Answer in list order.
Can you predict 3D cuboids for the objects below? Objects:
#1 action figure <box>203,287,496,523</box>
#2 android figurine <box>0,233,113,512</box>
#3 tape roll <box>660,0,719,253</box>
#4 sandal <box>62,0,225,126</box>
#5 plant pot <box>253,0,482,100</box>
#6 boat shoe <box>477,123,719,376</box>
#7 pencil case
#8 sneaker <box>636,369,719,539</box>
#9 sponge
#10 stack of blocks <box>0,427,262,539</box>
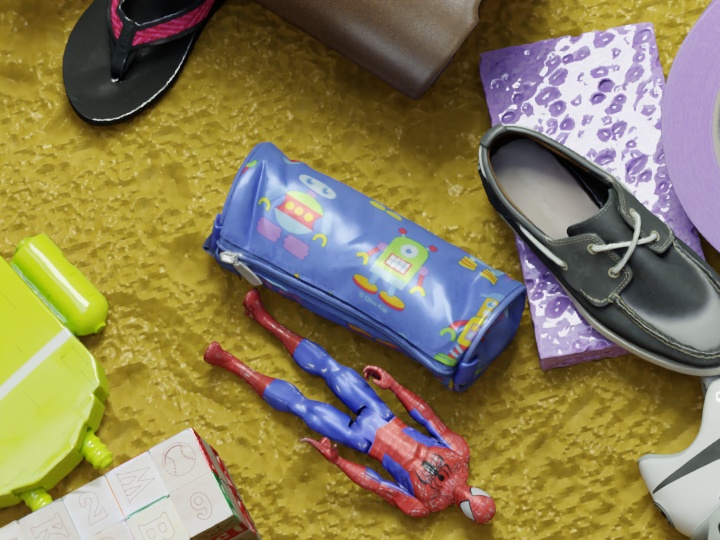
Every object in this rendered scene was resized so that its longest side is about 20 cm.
[{"bbox_3d":[-0.001,0.090,1.596,0.200,0.052,0.066,35,78,10],"label":"action figure"},{"bbox_3d":[-0.236,0.064,1.627,0.182,0.041,0.200,-44,75,-6],"label":"android figurine"},{"bbox_3d":[0.279,-0.090,1.554,0.199,0.066,0.201,4,108,13],"label":"tape roll"},{"bbox_3d":[-0.119,-0.179,1.675,0.075,0.045,0.200,39,82,12],"label":"sandal"},{"bbox_3d":[-0.001,-0.218,1.597,0.198,0.200,0.201,37,82,-3],"label":"plant pot"},{"bbox_3d":[0.146,-0.013,1.563,0.200,0.068,0.072,43,82,16],"label":"boat shoe"},{"bbox_3d":[0.000,0.000,1.600,0.199,0.078,0.087,29,56,12],"label":"pencil case"},{"bbox_3d":[0.247,0.073,1.560,0.200,0.074,0.089,-42,78,-6],"label":"sneaker"},{"bbox_3d":[0.144,-0.047,1.624,0.111,0.030,0.201,-11,75,3],"label":"sponge"},{"bbox_3d":[-0.164,0.173,1.554,0.199,0.115,0.059,-28,75,-1],"label":"stack of blocks"}]
